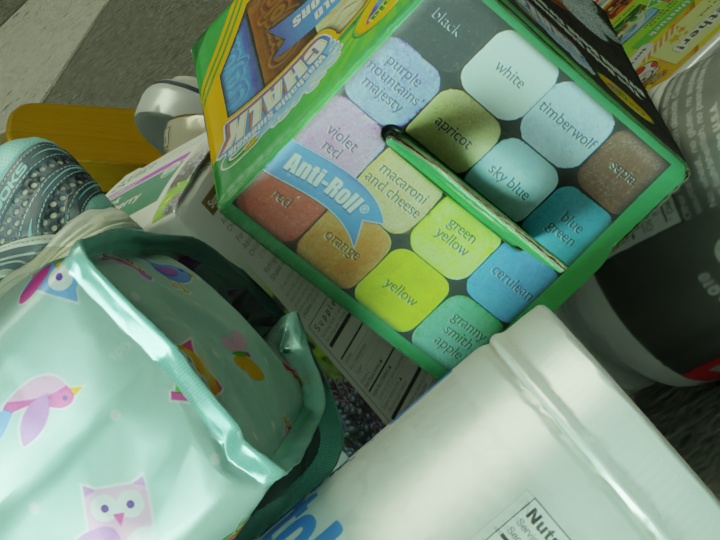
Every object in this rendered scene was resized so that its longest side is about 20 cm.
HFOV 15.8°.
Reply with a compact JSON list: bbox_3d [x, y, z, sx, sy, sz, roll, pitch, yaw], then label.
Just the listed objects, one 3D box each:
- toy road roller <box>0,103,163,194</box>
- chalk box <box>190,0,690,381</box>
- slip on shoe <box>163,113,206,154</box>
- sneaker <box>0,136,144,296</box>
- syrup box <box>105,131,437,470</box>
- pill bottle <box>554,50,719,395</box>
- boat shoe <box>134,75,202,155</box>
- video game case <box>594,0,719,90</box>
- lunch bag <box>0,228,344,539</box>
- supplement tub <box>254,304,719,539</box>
[{"bbox_3d":[-0.103,0.005,1.340,0.146,0.200,0.123,-91,9,-52],"label":"toy road roller"},{"bbox_3d":[0.027,-0.050,0.947,0.124,0.125,0.200,-45,22,15],"label":"chalk box"},{"bbox_3d":[0.015,-0.035,1.102,0.200,0.061,0.076,0,-5,3],"label":"slip on shoe"},{"bbox_3d":[-0.159,0.026,1.023,0.200,0.086,0.078,-43,-20,26],"label":"sneaker"},{"bbox_3d":[-0.025,0.040,1.061,0.079,0.200,0.081,-26,23,38],"label":"syrup box"},{"bbox_3d":[0.145,-0.024,1.002,0.200,0.114,0.114,-29,21,35],"label":"pill bottle"},{"bbox_3d":[-0.018,-0.061,1.282,0.072,0.200,0.066,-11,60,61],"label":"boat shoe"},{"bbox_3d":[0.164,-0.146,1.146,0.200,0.023,0.182,-43,22,-6],"label":"video game case"},{"bbox_3d":[-0.100,0.072,0.909,0.170,0.122,0.200,-42,-1,8],"label":"lunch bag"},{"bbox_3d":[0.027,0.122,0.875,0.200,0.132,0.132,-41,18,1],"label":"supplement tub"}]
